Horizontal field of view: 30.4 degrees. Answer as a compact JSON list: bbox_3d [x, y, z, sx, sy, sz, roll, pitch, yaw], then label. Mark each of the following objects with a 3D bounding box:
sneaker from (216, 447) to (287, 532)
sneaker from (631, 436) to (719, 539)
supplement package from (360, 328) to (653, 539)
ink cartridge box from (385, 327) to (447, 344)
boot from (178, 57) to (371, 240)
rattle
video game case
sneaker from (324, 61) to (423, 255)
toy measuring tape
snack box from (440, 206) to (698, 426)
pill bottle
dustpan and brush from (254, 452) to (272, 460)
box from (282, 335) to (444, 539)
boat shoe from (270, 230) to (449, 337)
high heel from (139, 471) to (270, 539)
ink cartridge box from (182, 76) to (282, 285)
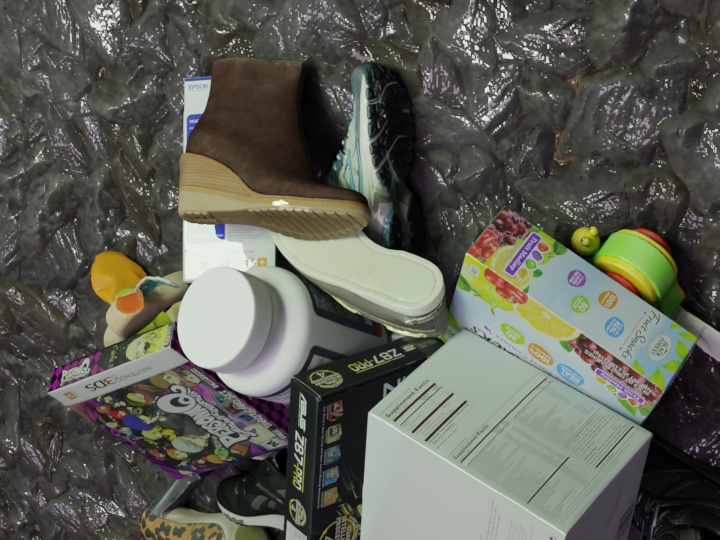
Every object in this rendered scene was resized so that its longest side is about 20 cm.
[{"bbox_3d":[-0.085,0.224,1.409,0.198,0.075,0.089,4,110,46],"label":"sneaker"},{"bbox_3d":[0.260,0.210,1.193,0.197,0.114,0.077,23,119,22],"label":"sneaker"},{"bbox_3d":[0.121,0.199,1.155,0.198,0.147,0.193,29,135,28],"label":"supplement package"},{"bbox_3d":[0.038,0.155,1.339,0.198,0.043,0.201,-7,107,34],"label":"ink cartridge box"},{"bbox_3d":[-0.071,-0.119,1.212,0.197,0.072,0.169,6,69,21],"label":"boot"},{"bbox_3d":[-0.236,0.006,1.352,0.129,0.200,0.145,-24,74,6],"label":"rattle"},{"bbox_3d":[-0.188,0.138,1.354,0.179,0.036,0.200,-20,135,33],"label":"video game case"},{"bbox_3d":[0.000,-0.093,1.235,0.085,0.077,0.203,8,114,31],"label":"sneaker"},{"bbox_3d":[0.265,0.021,1.128,0.199,0.073,0.074,36,124,14],"label":"toy measuring tape"},{"bbox_3d":[0.176,0.060,1.162,0.199,0.068,0.169,37,155,13],"label":"snack box"},{"bbox_3d":[-0.073,0.062,1.230,0.118,0.199,0.122,-10,71,32],"label":"pill bottle"},{"bbox_3d":[-0.161,0.142,1.438,0.197,0.057,0.142,1,112,30],"label":"dustpan and brush"},{"bbox_3d":[0.004,0.172,1.241,0.049,0.160,0.203,29,125,42],"label":"box"},{"bbox_3d":[-0.002,0.002,1.205,0.200,0.072,0.061,28,155,35],"label":"boat shoe"},{"bbox_3d":[-0.173,0.331,1.515,0.201,0.071,0.143,52,121,21],"label":"high heel"},{"bbox_3d":[-0.125,-0.088,1.290,0.093,0.037,0.204,-2,85,11],"label":"ink cartridge box"}]
